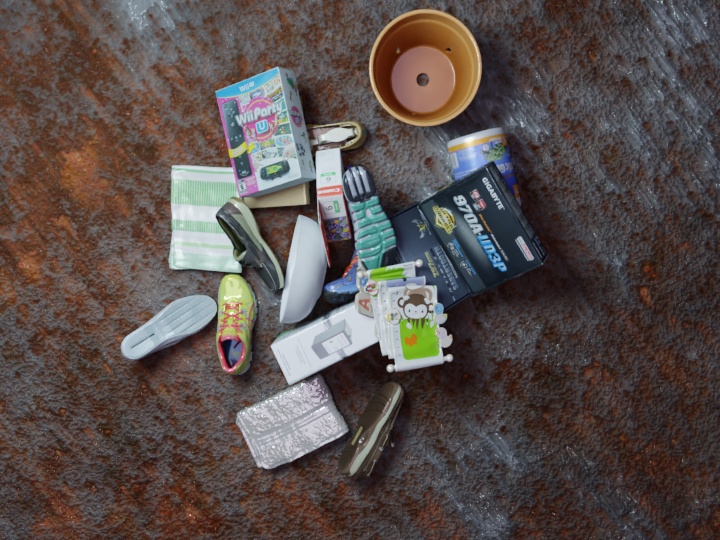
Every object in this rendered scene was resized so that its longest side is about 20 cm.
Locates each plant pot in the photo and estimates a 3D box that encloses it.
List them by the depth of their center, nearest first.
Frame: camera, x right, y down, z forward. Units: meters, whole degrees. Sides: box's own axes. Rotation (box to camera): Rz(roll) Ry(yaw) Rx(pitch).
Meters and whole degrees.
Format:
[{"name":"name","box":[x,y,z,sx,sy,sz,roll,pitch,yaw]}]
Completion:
[{"name":"plant pot","box":[0.117,-0.359,1.462,0.197,0.140,0.203,0,94,3]}]

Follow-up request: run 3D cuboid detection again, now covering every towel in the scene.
[{"name":"towel","box":[-0.300,-0.100,1.545,0.150,0.023,0.203,3,95,11]},{"name":"towel","box":[-0.137,0.301,1.574,0.198,0.034,0.134,-27,93,4]}]

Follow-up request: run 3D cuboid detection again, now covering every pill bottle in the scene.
[{"name":"pill bottle","box":[0.236,-0.154,1.485,0.111,0.112,0.203,-14,94,3]}]

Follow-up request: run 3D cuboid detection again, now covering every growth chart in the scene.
[{"name":"growth chart","box":[0.085,0.080,1.410,0.143,0.018,0.202,-16,91,-15]}]

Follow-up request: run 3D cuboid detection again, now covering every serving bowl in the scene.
[{"name":"serving bowl","box":[-0.100,0.002,1.472,0.065,0.200,0.203,10,95,-7]}]

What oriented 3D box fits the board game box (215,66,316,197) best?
[{"name":"board game box","box":[-0.173,-0.249,1.462,0.146,0.064,0.203,-13,88,27]}]

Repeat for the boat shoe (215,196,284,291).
[{"name":"boat shoe","box":[-0.213,-0.039,1.508,0.066,0.071,0.202,-38,117,-28]}]

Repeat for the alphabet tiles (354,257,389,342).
[{"name":"alphabet tiles","box":[0.073,0.043,1.469,0.194,0.015,0.202,20,63,-33]}]

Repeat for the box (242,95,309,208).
[{"name":"box","box":[-0.175,-0.221,1.514,0.162,0.021,0.203,-2,95,26]}]

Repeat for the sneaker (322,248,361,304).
[{"name":"sneaker","box":[0.000,0.000,1.497,0.199,0.075,0.079,-29,82,-38]}]

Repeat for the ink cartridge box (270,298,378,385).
[{"name":"ink cartridge box","box":[-0.056,0.124,1.502,0.198,0.146,0.085,-26,93,3]}]

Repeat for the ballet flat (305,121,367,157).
[{"name":"ballet flat","box":[-0.086,-0.251,1.517,0.197,0.063,0.070,-13,93,4]}]

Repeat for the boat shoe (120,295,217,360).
[{"name":"boat shoe","box":[-0.375,0.108,1.555,0.198,0.067,0.074,-26,88,-18]}]

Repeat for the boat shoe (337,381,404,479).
[{"name":"boat shoe","box":[0.035,0.316,1.558,0.074,0.075,0.204,31,94,-24]}]

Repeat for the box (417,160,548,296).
[{"name":"box","box":[0.218,-0.072,1.428,0.158,0.046,0.201,-26,100,35]}]

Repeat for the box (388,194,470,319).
[{"name":"box","box":[0.130,-0.027,1.488,0.157,0.051,0.202,-27,92,-35]}]

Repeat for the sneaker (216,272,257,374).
[{"name":"sneaker","box":[-0.242,0.106,1.536,0.077,0.090,0.203,-4,93,4]}]

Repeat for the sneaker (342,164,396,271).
[{"name":"sneaker","box":[0.016,-0.092,1.424,0.073,0.088,0.202,-14,105,-3]}]

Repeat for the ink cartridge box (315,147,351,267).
[{"name":"ink cartridge box","box":[-0.047,-0.116,1.447,0.050,0.201,0.110,-8,136,3]}]
